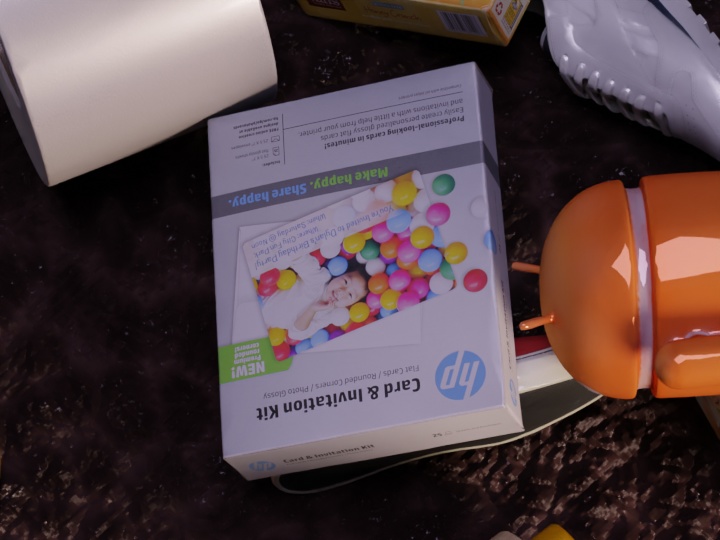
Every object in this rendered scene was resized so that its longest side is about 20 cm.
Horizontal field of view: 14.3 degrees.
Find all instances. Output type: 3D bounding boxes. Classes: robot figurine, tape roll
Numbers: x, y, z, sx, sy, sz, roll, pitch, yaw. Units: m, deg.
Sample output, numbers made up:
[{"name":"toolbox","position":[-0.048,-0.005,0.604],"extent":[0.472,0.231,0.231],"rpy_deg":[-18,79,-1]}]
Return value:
[{"name":"robot figurine","position":[0.178,0.006,1.469],"extent":[0.199,0.117,0.144],"rpy_deg":[-4,68,1]},{"name":"tape roll","position":[-0.145,-0.164,1.579],"extent":[0.139,0.203,0.203],"rpy_deg":[-21,66,-9]}]

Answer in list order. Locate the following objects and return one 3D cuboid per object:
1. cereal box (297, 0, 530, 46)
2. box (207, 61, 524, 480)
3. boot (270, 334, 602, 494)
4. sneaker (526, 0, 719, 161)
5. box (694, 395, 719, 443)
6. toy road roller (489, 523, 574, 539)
[{"name":"cereal box","position":[0.061,-0.228,1.665],"extent":[0.144,0.040,0.200],"rpy_deg":[13,63,34]},{"name":"box","position":[0.000,0.000,1.513],"extent":[0.155,0.041,0.201],"rpy_deg":[-11,65,16]},{"name":"boot","position":[0.033,0.026,1.556],"extent":[0.199,0.072,0.145],"rpy_deg":[-14,63,-1]},{"name":"sneaker","position":[0.158,-0.116,1.623],"extent":[0.080,0.076,0.200],"rpy_deg":[-36,61,-6]},{"name":"box","position":[0.237,0.044,1.544],"extent":[0.116,0.060,0.200],"rpy_deg":[-22,66,-8]},{"name":"toy road roller","position":[0.103,0.213,1.420],"extent":[0.123,0.146,0.200],"rpy_deg":[-35,68,-14]}]
